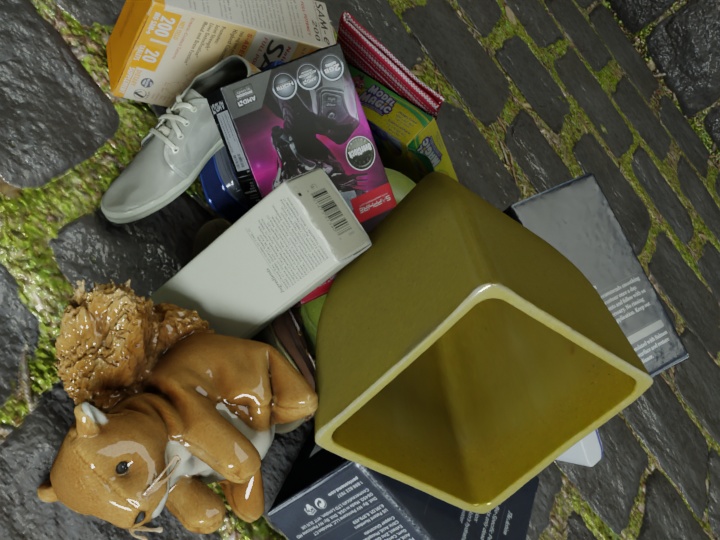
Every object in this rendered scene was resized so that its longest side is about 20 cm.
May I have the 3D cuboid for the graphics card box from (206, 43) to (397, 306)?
[{"bbox_3d":[-0.043,-0.084,0.978,0.124,0.051,0.203,-23,98,-22],"label":"graphics card box"}]

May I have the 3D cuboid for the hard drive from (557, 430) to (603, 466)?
[{"bbox_3d":[0.136,0.113,1.065,0.025,0.198,0.134,-29,108,-33],"label":"hard drive"}]

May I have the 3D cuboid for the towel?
[{"bbox_3d":[0.028,-0.194,1.205,0.144,0.022,0.200,44,-10,7],"label":"towel"}]

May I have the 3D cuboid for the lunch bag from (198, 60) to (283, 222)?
[{"bbox_3d":[-0.082,-0.100,1.103,0.199,0.131,0.137,37,30,-44],"label":"lunch bag"}]

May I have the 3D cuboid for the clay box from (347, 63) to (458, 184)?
[{"bbox_3d":[0.031,-0.146,1.186,0.199,0.048,0.115,37,-13,34],"label":"clay box"}]

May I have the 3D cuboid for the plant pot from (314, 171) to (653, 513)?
[{"bbox_3d":[0.080,0.038,0.896,0.193,0.195,0.202,28,32,-33],"label":"plant pot"}]

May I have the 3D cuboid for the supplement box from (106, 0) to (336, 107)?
[{"bbox_3d":[-0.139,-0.221,1.100,0.197,0.126,0.074,8,51,-30],"label":"supplement box"}]

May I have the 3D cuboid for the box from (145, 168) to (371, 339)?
[{"bbox_3d":[-0.091,0.006,0.917,0.083,0.199,0.068,56,30,2],"label":"box"}]

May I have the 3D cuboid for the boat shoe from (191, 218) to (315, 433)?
[{"bbox_3d":[-0.093,0.048,1.010,0.067,0.071,0.203,-15,80,-62],"label":"boat shoe"}]

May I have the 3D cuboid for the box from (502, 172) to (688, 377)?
[{"bbox_3d":[0.185,0.043,1.099,0.116,0.197,0.202,-21,80,-30],"label":"box"}]

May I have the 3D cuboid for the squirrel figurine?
[{"bbox_3d":[-0.161,0.107,0.820,0.185,0.142,0.201,-16,59,-48],"label":"squirrel figurine"}]

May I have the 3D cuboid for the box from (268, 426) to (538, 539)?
[{"bbox_3d":[0.047,0.204,0.990,0.200,0.117,0.197,48,31,-10],"label":"box"}]

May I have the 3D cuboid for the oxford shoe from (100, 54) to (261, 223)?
[{"bbox_3d":[-0.161,-0.123,0.989,0.075,0.200,0.058,33,-19,38],"label":"oxford shoe"}]

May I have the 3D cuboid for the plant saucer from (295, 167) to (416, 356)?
[{"bbox_3d":[0.000,0.000,1.072,0.199,0.202,0.031,29,5,-37],"label":"plant saucer"}]
